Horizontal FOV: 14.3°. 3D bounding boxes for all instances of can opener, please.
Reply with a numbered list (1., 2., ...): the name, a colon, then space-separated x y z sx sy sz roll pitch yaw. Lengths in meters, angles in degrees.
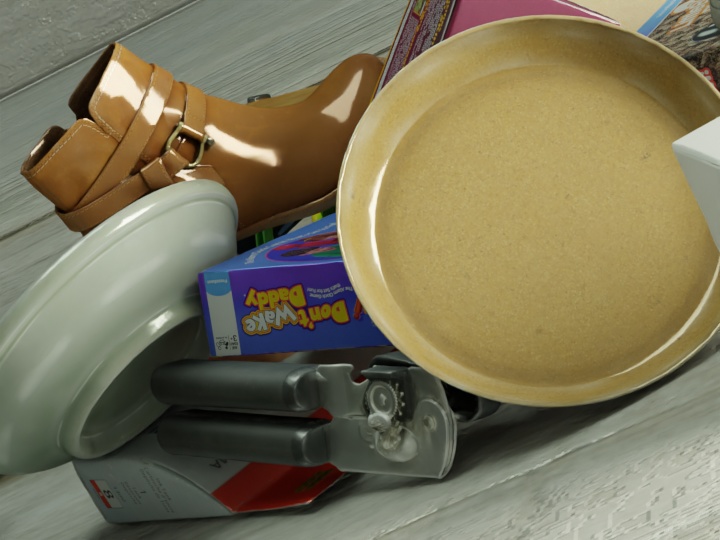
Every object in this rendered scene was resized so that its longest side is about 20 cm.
1. can opener: -0.016 0.067 1.407 0.067 0.054 0.200 -15 11 -43

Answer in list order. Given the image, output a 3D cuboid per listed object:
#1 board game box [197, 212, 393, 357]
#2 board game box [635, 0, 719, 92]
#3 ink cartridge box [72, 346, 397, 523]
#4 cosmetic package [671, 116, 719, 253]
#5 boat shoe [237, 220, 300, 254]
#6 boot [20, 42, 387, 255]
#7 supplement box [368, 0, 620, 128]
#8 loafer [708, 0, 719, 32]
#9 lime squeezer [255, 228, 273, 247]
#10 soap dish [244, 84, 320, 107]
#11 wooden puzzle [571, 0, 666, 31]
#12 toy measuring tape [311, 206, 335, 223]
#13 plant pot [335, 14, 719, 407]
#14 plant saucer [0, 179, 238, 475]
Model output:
1. board game box: 0.022 -0.002 1.499 0.134 0.045 0.200 -4 10 26
2. board game box: 0.239 -0.107 1.501 0.200 0.097 0.159 -19 15 34
3. ink cartridge box: -0.040 0.069 1.508 0.162 0.050 0.200 -37 12 -33
4. cosmetic package: 0.250 -0.053 1.239 0.200 0.108 0.085 -31 13 -6
5. boat shoe: -0.086 0.012 1.721 0.200 0.069 0.084 -55 16 28
6. boot: -0.083 -0.078 1.599 0.200 0.155 0.077 -52 18 -9
7. supplement box: 0.064 -0.099 1.497 0.200 0.085 0.111 -116 47 -81
8. loafer: 0.196 -0.164 1.428 0.070 0.070 0.200 -26 13 10
9. lime squeezer: -0.069 0.045 1.643 0.038 0.071 0.200 6 63 41
10. soap dish: 0.025 -0.094 1.859 0.157 0.081 0.200 -14 3 -39
11. wooden puzzle: 0.137 -0.184 1.787 0.200 0.185 0.037 -17 -26 -33
12. toy measuring tape: 0.000 0.000 1.713 0.073 0.074 0.200 -29 -10 -2
13. plant pot: 0.089 -0.026 1.354 0.200 0.200 0.028 -30 -21 -8
14. plant saucer: -0.125 0.043 1.478 0.200 0.050 0.200 -41 -18 -16
